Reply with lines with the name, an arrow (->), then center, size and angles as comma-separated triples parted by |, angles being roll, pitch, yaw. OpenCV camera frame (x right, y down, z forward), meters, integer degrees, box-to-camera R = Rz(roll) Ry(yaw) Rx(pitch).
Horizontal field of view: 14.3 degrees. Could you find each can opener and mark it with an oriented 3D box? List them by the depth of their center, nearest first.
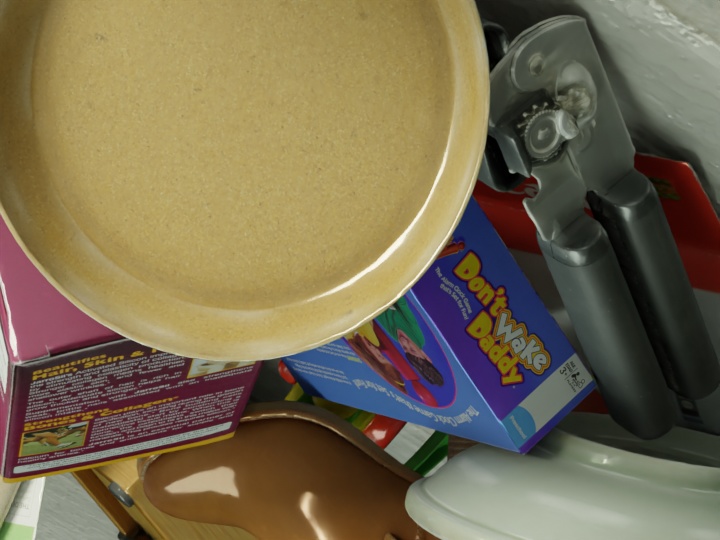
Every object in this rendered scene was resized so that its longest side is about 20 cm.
can opener -> 0.084, -0.021, 1.126 | 0.067, 0.053, 0.200 | 32, 155, 46

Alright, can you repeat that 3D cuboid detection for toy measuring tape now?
toy measuring tape -> 0.000, 0.053, 1.419 | 0.073, 0.074, 0.200 | 27, 179, 4

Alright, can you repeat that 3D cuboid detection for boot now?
boot -> -0.011, 0.144, 1.286 | 0.199, 0.156, 0.077 | 3, 152, 6

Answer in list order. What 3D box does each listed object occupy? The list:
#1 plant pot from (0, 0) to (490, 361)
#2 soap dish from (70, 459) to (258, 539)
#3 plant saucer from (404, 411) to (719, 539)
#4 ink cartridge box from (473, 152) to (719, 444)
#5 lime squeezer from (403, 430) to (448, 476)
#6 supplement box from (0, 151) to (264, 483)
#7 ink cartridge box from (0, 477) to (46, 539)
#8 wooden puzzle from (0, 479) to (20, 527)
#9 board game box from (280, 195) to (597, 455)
plant pot -> -0.047, -0.067, 1.071 | 0.200, 0.201, 0.027 | 25, -169, 9
soap dish -> -0.101, 0.107, 1.551 | 0.157, 0.081, 0.200 | 34, 164, 42
plant saucer -> 0.120, 0.094, 1.180 | 0.199, 0.050, 0.200 | 11, -173, -1
ink cartridge box -> 0.092, 0.014, 1.223 | 0.162, 0.050, 0.200 | 13, 156, 32
lime squeezer -> 0.080, 0.074, 1.349 | 0.199, 0.071, 0.038 | -12, 125, 15
supplement box -> -0.103, 0.017, 1.198 | 0.110, 0.086, 0.200 | -12, 164, -12
ink cartridge box -> -0.189, 0.075, 1.485 | 0.145, 0.201, 0.048 | 4, 176, 44
wooden puzzle -> -0.233, 0.051, 1.478 | 0.200, 0.185, 0.037 | 33, -166, 36
board game box -> 0.000, 0.000, 1.210 | 0.135, 0.045, 0.200 | 56, 161, -20
